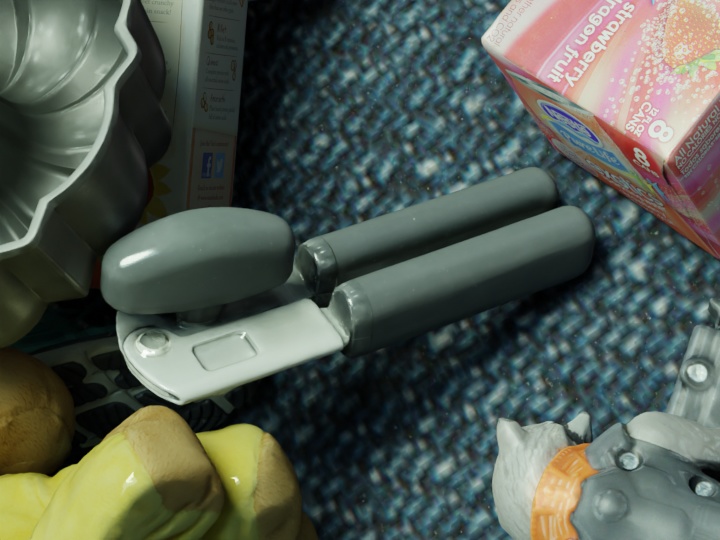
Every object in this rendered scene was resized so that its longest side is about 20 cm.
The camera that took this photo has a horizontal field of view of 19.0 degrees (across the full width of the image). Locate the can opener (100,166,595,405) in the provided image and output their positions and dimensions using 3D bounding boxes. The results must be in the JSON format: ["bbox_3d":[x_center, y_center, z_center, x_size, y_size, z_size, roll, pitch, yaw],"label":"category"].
[{"bbox_3d":[0.000,0.000,0.806,0.199,0.067,0.053,-15,48,-27],"label":"can opener"}]

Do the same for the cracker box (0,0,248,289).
[{"bbox_3d":[-0.118,-0.096,0.897,0.133,0.058,0.202,7,95,17],"label":"cracker box"}]

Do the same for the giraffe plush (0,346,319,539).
[{"bbox_3d":[-0.136,0.100,0.811,0.199,0.173,0.162,-36,54,-13],"label":"giraffe plush"}]

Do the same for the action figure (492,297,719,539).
[{"bbox_3d":[0.137,0.072,0.735,0.192,0.105,0.202,7,71,19],"label":"action figure"}]

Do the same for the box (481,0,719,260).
[{"bbox_3d":[0.155,-0.119,0.821,0.102,0.095,0.200,38,86,34],"label":"box"}]

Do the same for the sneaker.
[{"bbox_3d":[-0.134,0.036,0.905,0.198,0.078,0.080,-9,54,23],"label":"sneaker"}]

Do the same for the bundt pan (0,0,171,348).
[{"bbox_3d":[-0.158,-0.050,0.811,0.200,0.076,0.203,-10,60,18],"label":"bundt pan"}]
